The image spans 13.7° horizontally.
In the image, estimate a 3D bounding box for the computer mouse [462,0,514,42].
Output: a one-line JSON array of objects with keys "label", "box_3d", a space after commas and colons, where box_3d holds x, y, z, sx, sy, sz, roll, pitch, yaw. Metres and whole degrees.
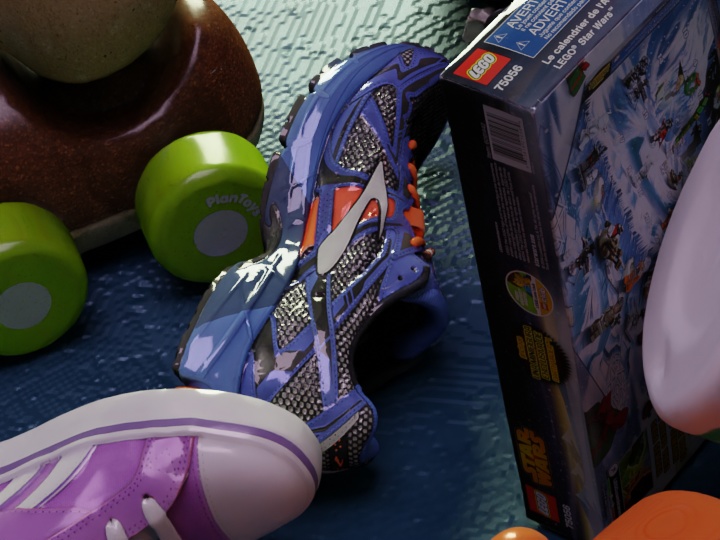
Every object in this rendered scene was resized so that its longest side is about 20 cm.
[{"label": "computer mouse", "box_3d": [0.101, -0.086, 1.115, 0.138, 0.053, 0.200, 4, 8, -3]}]

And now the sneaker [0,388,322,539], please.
[{"label": "sneaker", "box_3d": [-0.106, 0.113, 0.996, 0.200, 0.073, 0.115, -16, 45, 13]}]

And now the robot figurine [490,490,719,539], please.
[{"label": "robot figurine", "box_3d": [0.077, 0.143, 0.875, 0.200, 0.117, 0.144, -38, 89, -25]}]

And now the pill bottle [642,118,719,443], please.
[{"label": "pill bottle", "box_3d": [0.197, 0.022, 0.925, 0.199, 0.113, 0.113, 18, 43, -11]}]

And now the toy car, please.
[{"label": "toy car", "box_3d": [-0.127, -0.103, 1.128, 0.157, 0.200, 0.164, -20, 42, -8]}]

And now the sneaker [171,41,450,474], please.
[{"label": "sneaker", "box_3d": [0.000, 0.000, 1.091, 0.078, 0.075, 0.200, 14, 56, 15]}]

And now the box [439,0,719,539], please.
[{"label": "box", "box_3d": [0.093, -0.023, 0.984, 0.040, 0.200, 0.137, 23, 53, 33]}]
